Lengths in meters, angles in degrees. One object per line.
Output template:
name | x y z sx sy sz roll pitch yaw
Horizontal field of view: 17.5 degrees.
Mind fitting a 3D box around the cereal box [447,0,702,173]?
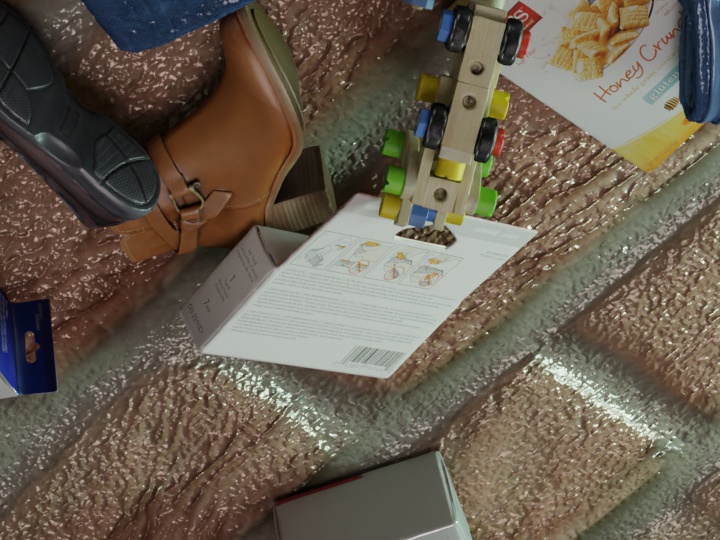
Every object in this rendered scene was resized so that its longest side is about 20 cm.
cereal box | 0.175 -0.164 1.577 0.200 0.040 0.144 29 119 -33

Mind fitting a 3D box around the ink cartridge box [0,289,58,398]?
ink cartridge box | -0.313 0.054 1.623 0.199 0.100 0.039 -9 132 -6

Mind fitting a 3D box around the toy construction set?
toy construction set | 0.058 -0.118 1.491 0.092 0.131 0.201 -1 99 -3

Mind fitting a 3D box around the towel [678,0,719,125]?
towel | 0.307 -0.165 1.564 0.199 0.049 0.112 -17 122 -16

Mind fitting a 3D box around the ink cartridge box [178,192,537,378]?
ink cartridge box | 0.000 0.000 1.643 0.200 0.045 0.176 11 133 -48

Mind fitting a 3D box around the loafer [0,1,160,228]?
loafer | -0.217 -0.099 1.509 0.063 0.072 0.200 -27 117 40

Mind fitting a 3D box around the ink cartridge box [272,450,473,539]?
ink cartridge box | 0.028 0.255 1.900 0.147 0.086 0.200 -18 135 3

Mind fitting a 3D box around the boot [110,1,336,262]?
boot | -0.110 -0.084 1.565 0.154 0.074 0.201 -13 131 4

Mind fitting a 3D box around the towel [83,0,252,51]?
towel | -0.147 -0.223 1.431 0.111 0.049 0.200 -25 133 11
